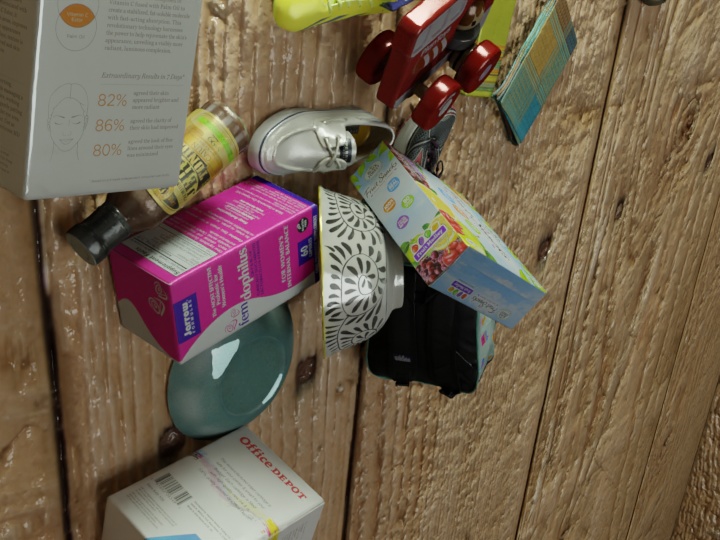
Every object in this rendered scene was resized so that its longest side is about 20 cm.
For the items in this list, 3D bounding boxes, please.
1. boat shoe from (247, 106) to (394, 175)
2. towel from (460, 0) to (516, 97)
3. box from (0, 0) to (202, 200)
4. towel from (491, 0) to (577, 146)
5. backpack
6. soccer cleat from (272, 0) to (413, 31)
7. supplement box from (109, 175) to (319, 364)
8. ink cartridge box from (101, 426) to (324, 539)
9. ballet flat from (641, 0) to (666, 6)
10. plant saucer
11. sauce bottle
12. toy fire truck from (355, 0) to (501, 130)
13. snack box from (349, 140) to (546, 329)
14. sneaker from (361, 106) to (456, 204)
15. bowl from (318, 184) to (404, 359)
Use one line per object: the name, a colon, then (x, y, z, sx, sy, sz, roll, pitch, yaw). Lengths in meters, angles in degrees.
boat shoe: (-0.037, -0.143, 1.055, 0.200, 0.070, 0.071, -17, 124, -47)
towel: (0.180, -0.336, 1.272, 0.086, 0.018, 0.200, -12, 119, -56)
box: (-0.226, -0.172, 0.755, 0.152, 0.106, 0.200, -12, 120, -49)
towel: (0.261, -0.299, 1.387, 0.200, 0.022, 0.147, -60, 152, -10)
backpack: (0.100, 0.049, 1.270, 0.153, 0.176, 0.200, -55, 147, -43)
soccer cleat: (-0.008, -0.295, 0.985, 0.200, 0.084, 0.065, -30, 132, -40)
supplement box: (-0.146, -0.006, 0.971, 0.200, 0.103, 0.101, -31, 135, -36)
ink cartridge box: (-0.172, 0.308, 1.073, 0.200, 0.147, 0.146, -22, 140, -44)
ballet flat: (0.490, -0.484, 1.559, 0.200, 0.046, 0.067, 2, 110, -53)
plant saucer: (-0.139, 0.119, 1.112, 0.201, 0.039, 0.201, -32, 135, -39)
sauce bottle: (-0.192, -0.083, 0.893, 0.200, 0.065, 0.065, -48, 142, -24)
toy fire truck: (0.094, -0.270, 1.056, 0.200, 0.112, 0.168, -44, 171, -28)
snack box: (0.099, -0.040, 1.068, 0.068, 0.200, 0.169, -46, 137, 16)
sneaker: (0.076, -0.124, 1.214, 0.081, 0.075, 0.200, 29, 86, -56)
bowl: (0.000, 0.000, 1.075, 0.201, 0.094, 0.201, 177, -90, -88)
